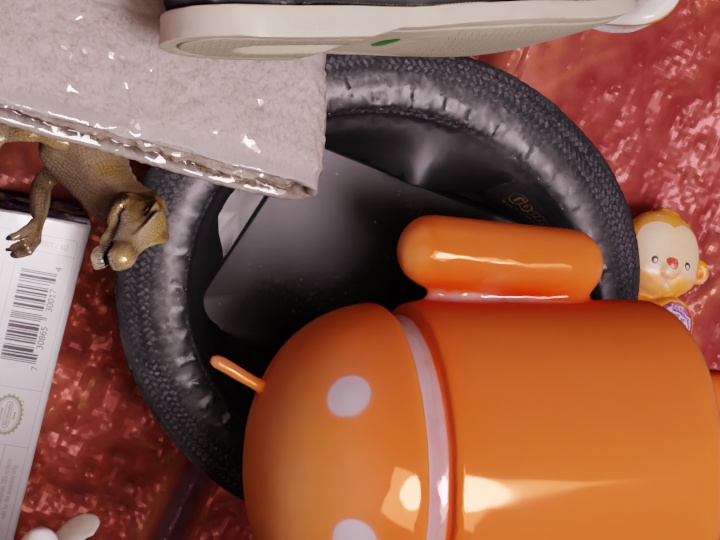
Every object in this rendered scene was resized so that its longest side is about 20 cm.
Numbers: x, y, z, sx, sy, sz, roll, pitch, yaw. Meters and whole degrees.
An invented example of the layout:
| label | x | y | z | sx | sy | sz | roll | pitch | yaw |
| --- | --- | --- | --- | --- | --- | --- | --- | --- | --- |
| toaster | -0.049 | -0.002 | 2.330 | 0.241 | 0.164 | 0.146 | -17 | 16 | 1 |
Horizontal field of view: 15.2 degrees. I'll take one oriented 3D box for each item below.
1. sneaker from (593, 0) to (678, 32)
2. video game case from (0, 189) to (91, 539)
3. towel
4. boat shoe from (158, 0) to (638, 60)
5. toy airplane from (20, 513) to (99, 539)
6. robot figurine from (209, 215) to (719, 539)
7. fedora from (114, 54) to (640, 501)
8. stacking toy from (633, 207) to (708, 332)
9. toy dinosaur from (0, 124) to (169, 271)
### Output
| label | x | y | z | sx | sy | sz | roll | pitch | yaw |
| --- | --- | --- | --- | --- | --- | --- | --- | --- | --- |
| sneaker | 0.058 | -0.172 | 0.978 | 0.078 | 0.079 | 0.200 | -41 | 111 | -2 |
| video game case | -0.208 | 0.056 | 0.981 | 0.180 | 0.036 | 0.201 | 10 | 102 | -19 |
| towel | -0.094 | -0.110 | 0.883 | 0.199 | 0.034 | 0.133 | 15 | 73 | -24 |
| boat shoe | 0.018 | -0.104 | 0.889 | 0.199 | 0.072 | 0.068 | -2 | 84 | -42 |
| toy airplane | -0.193 | 0.095 | 0.899 | 0.199 | 0.141 | 0.200 | -26 | 104 | 4 |
| robot figurine | 0.046 | 0.069 | 0.918 | 0.199 | 0.117 | 0.144 | 0 | 128 | -16 |
| fedora | 0.000 | 0.000 | 0.999 | 0.199 | 0.092 | 0.202 | -4 | 106 | -15 |
| stacking toy | 0.103 | 0.075 | 1.058 | 0.115 | 0.110 | 0.201 | 12 | 90 | -17 |
| toy dinosaur | -0.106 | -0.076 | 0.955 | 0.101 | 0.201 | 0.058 | -15 | 154 | 15 |
